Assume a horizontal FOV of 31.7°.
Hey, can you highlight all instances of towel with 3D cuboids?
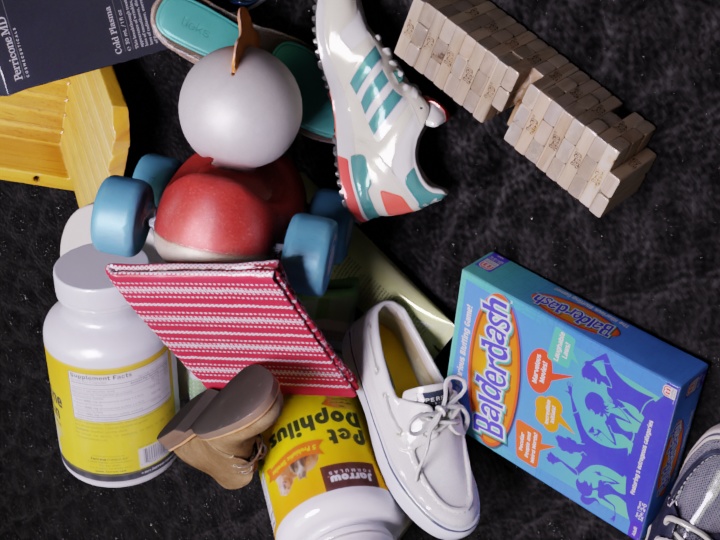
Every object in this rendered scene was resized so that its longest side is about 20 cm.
[{"bbox_3d":[-0.077,0.082,1.117,0.200,0.148,0.031,100,155,-54],"label":"towel"},{"bbox_3d":[-0.094,0.048,0.989,0.144,0.023,0.200,-1,149,20],"label":"towel"}]

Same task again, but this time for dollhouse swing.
[{"bbox_3d":[-0.321,-0.146,1.235,0.176,0.181,0.201,-97,22,-44],"label":"dollhouse swing"}]

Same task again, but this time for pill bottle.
[{"bbox_3d":[-0.028,0.176,1.067,0.110,0.109,0.201,111,150,-41],"label":"pill bottle"},{"bbox_3d":[-0.217,0.081,1.107,0.112,0.112,0.201,25,128,34],"label":"pill bottle"}]

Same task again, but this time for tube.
[{"bbox_3d":[0.000,0.000,1.100,0.052,0.058,0.200,-46,79,4],"label":"tube"}]

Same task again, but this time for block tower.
[{"bbox_3d":[0.118,-0.126,0.901,0.200,0.058,0.054,41,135,19],"label":"block tower"}]

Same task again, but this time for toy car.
[{"bbox_3d":[-0.092,-0.105,0.989,0.183,0.177,0.201,12,107,5],"label":"toy car"}]

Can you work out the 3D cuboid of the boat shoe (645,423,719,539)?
[{"bbox_3d":[0.241,0.209,0.930,0.074,0.093,0.201,29,130,31],"label":"boat shoe"}]

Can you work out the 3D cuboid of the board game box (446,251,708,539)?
[{"bbox_3d":[0.158,0.096,0.987,0.199,0.045,0.153,29,130,33],"label":"board game box"}]

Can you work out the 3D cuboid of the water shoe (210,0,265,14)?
[{"bbox_3d":[-0.096,-0.255,1.028,0.199,0.079,0.072,-15,100,49],"label":"water shoe"}]

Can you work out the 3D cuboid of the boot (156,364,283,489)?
[{"bbox_3d":[-0.097,0.130,1.020,0.075,0.074,0.200,47,152,-7],"label":"boot"}]

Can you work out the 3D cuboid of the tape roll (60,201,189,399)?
[{"bbox_3d":[-0.202,0.027,1.175,0.202,0.037,0.204,24,127,35],"label":"tape roll"}]

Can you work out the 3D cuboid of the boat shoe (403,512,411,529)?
[{"bbox_3d":[0.015,0.195,1.153,0.093,0.075,0.200,42,136,11],"label":"boat shoe"}]

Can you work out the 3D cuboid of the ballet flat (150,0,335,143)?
[{"bbox_3d":[-0.082,-0.173,1.060,0.199,0.068,0.067,34,-178,-6],"label":"ballet flat"}]

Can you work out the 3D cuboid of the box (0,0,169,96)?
[{"bbox_3d":[-0.261,-0.270,1.092,0.104,0.181,0.201,12,119,59],"label":"box"}]

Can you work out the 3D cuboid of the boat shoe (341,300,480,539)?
[{"bbox_3d":[0.054,0.113,1.024,0.086,0.074,0.203,-52,53,50],"label":"boat shoe"}]

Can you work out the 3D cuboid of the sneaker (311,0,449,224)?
[{"bbox_3d":[0.021,-0.140,0.993,0.093,0.070,0.201,-7,97,12],"label":"sneaker"}]
